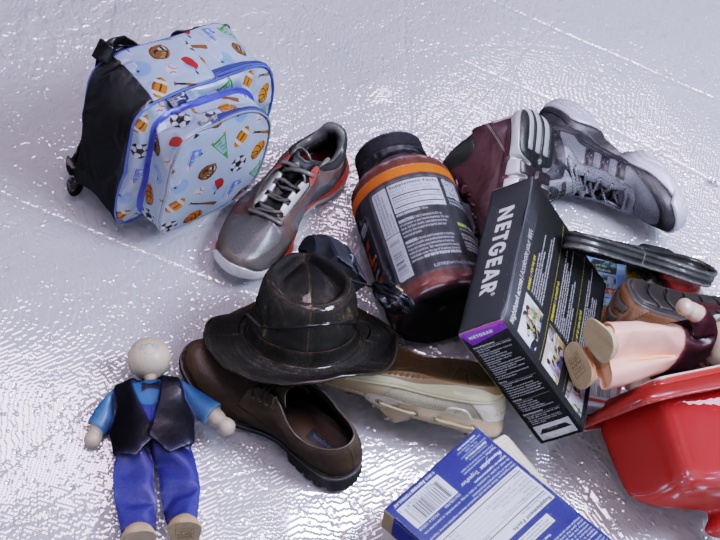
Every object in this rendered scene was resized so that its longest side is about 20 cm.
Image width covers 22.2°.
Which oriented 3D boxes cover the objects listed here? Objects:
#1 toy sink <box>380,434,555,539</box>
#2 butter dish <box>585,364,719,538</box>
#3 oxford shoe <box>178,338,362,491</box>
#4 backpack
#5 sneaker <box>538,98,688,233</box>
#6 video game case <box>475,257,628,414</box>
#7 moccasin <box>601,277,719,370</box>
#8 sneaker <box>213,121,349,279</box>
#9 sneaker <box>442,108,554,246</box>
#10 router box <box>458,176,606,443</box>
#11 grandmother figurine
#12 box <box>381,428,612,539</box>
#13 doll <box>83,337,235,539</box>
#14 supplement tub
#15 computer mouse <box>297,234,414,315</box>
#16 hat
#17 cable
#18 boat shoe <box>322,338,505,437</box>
[{"bbox_3d":[0.128,0.264,1.564,0.130,0.112,0.200,-27,63,-26],"label":"toy sink"},{"bbox_3d":[0.316,0.166,1.649,0.198,0.200,0.149,-11,79,-17],"label":"butter dish"},{"bbox_3d":[-0.078,0.111,1.654,0.199,0.085,0.073,30,59,15],"label":"oxford shoe"},{"bbox_3d":[-0.169,-0.145,1.765,0.154,0.200,0.190,42,51,14],"label":"backpack"},{"bbox_3d":[0.230,-0.087,1.865,0.114,0.076,0.200,-34,60,-29],"label":"sneaker"},{"bbox_3d":[0.189,0.045,1.794,0.142,0.017,0.201,12,53,-2],"label":"video game case"},{"bbox_3d":[0.323,0.069,1.767,0.200,0.078,0.074,11,37,-27],"label":"moccasin"},{"bbox_3d":[-0.077,-0.078,1.791,0.077,0.082,0.200,29,54,11],"label":"sneaker"},{"bbox_3d":[0.127,-0.057,1.816,0.075,0.115,0.201,27,66,-43],"label":"sneaker"},{"bbox_3d":[0.162,0.034,1.681,0.051,0.149,0.201,-20,33,29],"label":"router box"},{"bbox_3d":[0.279,0.072,1.662,0.199,0.121,0.061,-4,62,-32],"label":"grandmother figurine"},{"bbox_3d":[0.129,0.230,1.498,0.200,0.033,0.121,38,57,24],"label":"box"},{"bbox_3d":[-0.178,0.148,1.627,0.136,0.049,0.201,-9,56,-2],"label":"doll"},{"bbox_3d":[0.053,-0.037,1.773,0.106,0.107,0.201,-7,55,-16],"label":"supplement tub"},{"bbox_3d":[0.000,0.000,1.712,0.034,0.059,0.200,-47,32,-10],"label":"computer mouse"},{"bbox_3d":[-0.053,0.032,1.667,0.199,0.081,0.201,2,21,-1],"label":"hat"},{"bbox_3d":[0.268,0.001,1.749,0.097,0.051,0.199,20,8,36],"label":"cable"},{"bbox_3d":[0.037,0.110,1.682,0.199,0.065,0.072,9,24,16],"label":"boat shoe"}]
